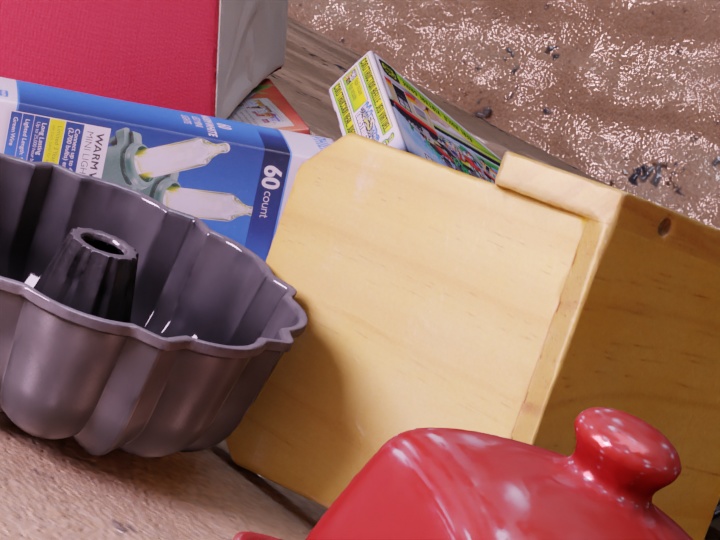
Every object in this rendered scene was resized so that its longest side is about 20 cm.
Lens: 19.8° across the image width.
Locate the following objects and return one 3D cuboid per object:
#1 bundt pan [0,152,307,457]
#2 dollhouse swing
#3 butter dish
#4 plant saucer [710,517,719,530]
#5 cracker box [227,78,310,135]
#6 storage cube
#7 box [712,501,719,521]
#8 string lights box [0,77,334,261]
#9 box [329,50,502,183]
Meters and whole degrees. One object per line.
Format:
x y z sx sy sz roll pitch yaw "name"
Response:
-0.130 0.020 0.945 0.200 0.076 0.202 22 16 -6 "bundt pan"
0.064 0.049 1.004 0.181 0.202 0.175 17 3 -41 "dollhouse swing"
0.074 0.123 0.789 0.199 0.149 0.199 22 11 -22 "butter dish"
0.217 0.130 1.324 0.199 0.051 0.200 26 2 -1 "plant saucer"
-0.136 -0.065 1.200 0.198 0.058 0.134 -5 19 -11 "cracker box"
-0.143 -0.193 1.191 0.178 0.202 0.171 8 19 10 "storage cube"
0.122 0.073 1.172 0.201 0.043 0.160 53 19 12 "box"
-0.115 -0.032 1.073 0.198 0.104 0.059 9 14 -13 "string lights box"
0.070 -0.026 1.129 0.200 0.035 0.110 37 22 -32 "box"
